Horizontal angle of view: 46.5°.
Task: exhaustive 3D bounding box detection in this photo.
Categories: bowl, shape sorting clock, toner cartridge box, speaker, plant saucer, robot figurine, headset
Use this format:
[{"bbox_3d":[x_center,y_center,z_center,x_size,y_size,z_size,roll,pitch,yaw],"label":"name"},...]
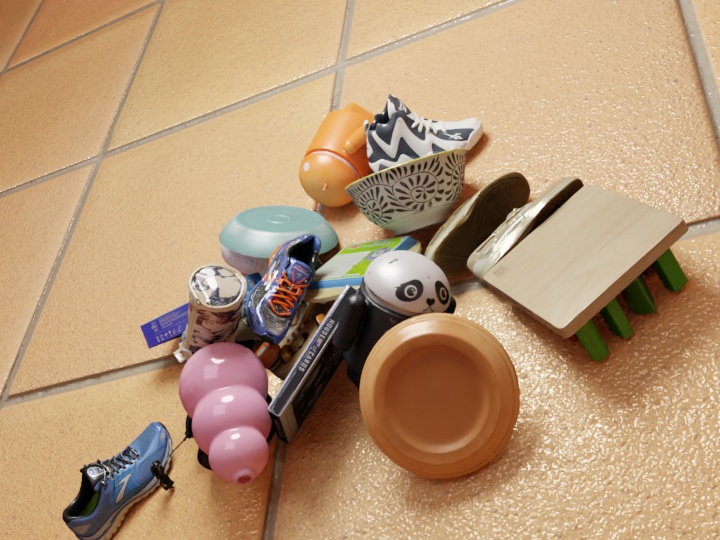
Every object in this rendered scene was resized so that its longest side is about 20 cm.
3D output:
[{"bbox_3d":[0.082,-0.109,1.284,0.198,0.095,0.201,-17,0,0],"label":"bowl"},{"bbox_3d":[0.000,0.000,1.258,0.198,0.040,0.200,-24,18,8],"label":"shape sorting clock"},{"bbox_3d":[-0.254,0.065,1.355,0.198,0.044,0.095,-25,0,28],"label":"toner cartridge box"},{"bbox_3d":[-0.149,-0.014,1.389,0.199,0.081,0.081,25,69,45],"label":"speaker"},{"bbox_3d":[-0.134,-0.070,1.375,0.197,0.036,0.200,3,22,-1],"label":"plant saucer"},{"bbox_3d":[-0.035,-0.196,1.447,0.142,0.117,0.202,3,55,34],"label":"robot figurine"},{"bbox_3d":[0.046,0.074,1.109,0.124,0.202,0.150,23,23,12],"label":"robot figurine"},{"bbox_3d":[0.093,0.154,1.015,0.197,0.037,0.203,0,91,11],"label":"plant saucer"},{"bbox_3d":[-0.211,0.248,1.222,0.198,0.095,0.124,-27,43,-12],"label":"headset"}]

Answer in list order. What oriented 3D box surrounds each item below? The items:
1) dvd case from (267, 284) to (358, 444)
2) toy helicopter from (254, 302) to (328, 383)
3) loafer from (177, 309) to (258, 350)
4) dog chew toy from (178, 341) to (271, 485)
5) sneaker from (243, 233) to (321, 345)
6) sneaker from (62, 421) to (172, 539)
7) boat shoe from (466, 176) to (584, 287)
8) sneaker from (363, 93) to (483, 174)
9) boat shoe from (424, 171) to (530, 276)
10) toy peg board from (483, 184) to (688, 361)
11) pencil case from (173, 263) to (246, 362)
[{"bbox_3d":[-0.059,0.133,1.155,0.025,0.151,0.201,28,69,13],"label":"dvd case"},{"bbox_3d":[-0.074,0.081,1.250,0.132,0.079,0.201,-37,21,33],"label":"toy helicopter"},{"bbox_3d":[-0.210,0.109,1.322,0.199,0.075,0.070,-27,85,33],"label":"loafer"},{"bbox_3d":[-0.175,0.195,1.122,0.124,0.125,0.201,-29,48,8],"label":"dog chew toy"},{"bbox_3d":[-0.107,0.018,1.194,0.078,0.075,0.202,-38,28,43],"label":"sneaker"},{"bbox_3d":[-0.359,0.307,1.238,0.078,0.089,0.201,21,66,42],"label":"sneaker"},{"bbox_3d":[0.233,-0.063,1.185,0.200,0.072,0.065,-46,43,-2],"label":"boat shoe"},{"bbox_3d":[0.094,-0.239,1.370,0.197,0.131,0.080,-18,29,11],"label":"sneaker"},{"bbox_3d":[0.166,-0.073,1.236,0.200,0.074,0.066,-41,16,-15],"label":"boat shoe"},{"bbox_3d":[0.297,0.008,1.078,0.200,0.098,0.199,-40,26,-5],"label":"toy peg board"},{"bbox_3d":[-0.212,0.068,1.182,0.078,0.201,0.089,44,58,14],"label":"pencil case"}]
